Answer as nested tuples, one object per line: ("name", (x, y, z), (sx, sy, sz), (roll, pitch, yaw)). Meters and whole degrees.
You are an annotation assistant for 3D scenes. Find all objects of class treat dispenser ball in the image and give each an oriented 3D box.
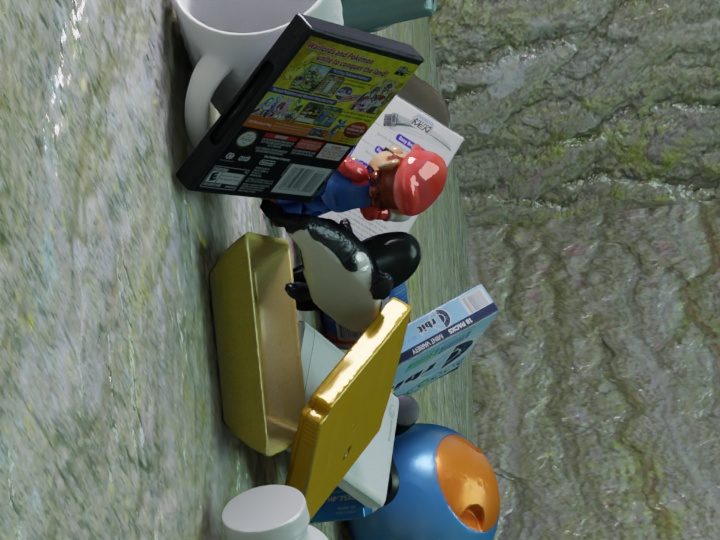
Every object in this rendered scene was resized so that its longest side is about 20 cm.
("treat dispenser ball", (0.078, 0.296, 2.031), (0.201, 0.199, 0.203), (-6, 90, -82))

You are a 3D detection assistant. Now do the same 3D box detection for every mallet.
("mallet", (0.020, 0.094, 1.864), (0.066, 0.041, 0.201), (151, -77, -70))

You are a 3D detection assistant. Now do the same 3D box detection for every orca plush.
("orca plush", (-0.032, -0.021, 1.546), (0.200, 0.105, 0.072), (40, 43, -42))

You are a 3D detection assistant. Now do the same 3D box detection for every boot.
("boot", (-0.001, 0.000, 1.714), (0.200, 0.164, 0.066), (148, -80, -85))

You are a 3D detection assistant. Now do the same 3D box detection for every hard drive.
("hard drive", (-0.025, 0.158, 1.723), (0.200, 0.027, 0.133), (43, 48, -47))

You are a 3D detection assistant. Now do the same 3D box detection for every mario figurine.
("mario figurine", (-0.003, -0.105, 1.764), (0.123, 0.198, 0.107), (29, 56, -80))

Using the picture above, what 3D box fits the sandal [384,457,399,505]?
("sandal", (-0.006, 0.191, 1.924), (0.075, 0.045, 0.201), (-54, -138, 36))

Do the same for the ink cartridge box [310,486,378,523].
("ink cartridge box", (-0.029, 0.182, 1.835), (0.116, 0.067, 0.202), (20, 63, -81))

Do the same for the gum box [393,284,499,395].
("gum box", (0.071, 0.109, 2.020), (0.045, 0.169, 0.200), (56, -23, 15))

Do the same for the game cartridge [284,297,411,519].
("game cartridge", (-0.018, 0.146, 1.586), (0.176, 0.032, 0.201), (-49, 160, -41))

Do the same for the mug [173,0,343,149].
("mug", (-0.098, -0.189, 1.452), (0.201, 0.147, 0.176), (-58, 158, -29))

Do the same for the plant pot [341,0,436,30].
("plant pot", (-0.016, -0.362, 1.884), (0.200, 0.194, 0.202), (-5, 90, -81))

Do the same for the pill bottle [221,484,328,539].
("pill bottle", (-0.066, 0.290, 1.379), (0.104, 0.103, 0.201), (-77, 159, -66))

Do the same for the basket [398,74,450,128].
("basket", (0.011, -0.231, 2.139), (0.200, 0.179, 0.137), (34, 73, -68))

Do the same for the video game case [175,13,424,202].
("video game case", (-0.050, -0.139, 1.424), (0.026, 0.181, 0.200), (48, 22, 22))

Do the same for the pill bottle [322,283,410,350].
("pill bottle", (-0.002, -0.011, 2.005), (0.112, 0.111, 0.202), (-66, 150, -73))

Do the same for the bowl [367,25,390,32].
("bowl", (-0.001, -0.384, 2.044), (0.105, 0.199, 0.202), (-73, 158, -44))

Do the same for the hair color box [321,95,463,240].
("hair color box", (0.021, -0.101, 1.880), (0.201, 0.109, 0.065), (-58, -165, 4))

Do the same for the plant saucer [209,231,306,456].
("plant saucer", (-0.098, 0.069, 1.513), (0.200, 0.048, 0.202), (7, 77, -81))
